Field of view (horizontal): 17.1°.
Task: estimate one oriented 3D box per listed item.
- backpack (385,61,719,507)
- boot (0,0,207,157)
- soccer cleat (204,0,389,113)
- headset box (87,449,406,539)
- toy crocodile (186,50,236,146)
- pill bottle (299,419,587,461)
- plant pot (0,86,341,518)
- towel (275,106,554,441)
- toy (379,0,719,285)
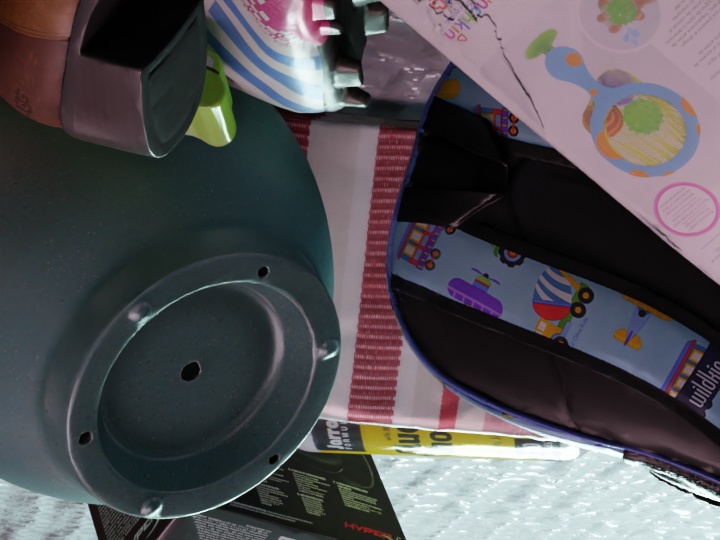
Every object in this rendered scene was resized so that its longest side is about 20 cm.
[{"bbox_3d":[0.118,-0.010,0.937,0.199,0.183,0.135,16,-179,10],"label":"backpack"},{"bbox_3d":[-0.144,-0.141,0.774,0.200,0.069,0.189,20,141,17],"label":"boot"},{"bbox_3d":[-0.042,-0.108,0.839,0.086,0.070,0.200,9,160,8],"label":"soccer cleat"},{"bbox_3d":[-0.076,0.089,1.278,0.149,0.200,0.077,19,121,-37],"label":"headset box"},{"bbox_3d":[-0.135,-0.094,0.864,0.200,0.062,0.068,27,164,8],"label":"toy crocodile"},{"bbox_3d":[0.016,0.036,1.186,0.199,0.112,0.112,1,161,9],"label":"pill bottle"},{"bbox_3d":[-0.089,0.013,0.945,0.200,0.201,0.134,23,-166,-44],"label":"plant pot"},{"bbox_3d":[0.000,0.000,1.068,0.199,0.144,0.023,6,-161,-2],"label":"towel"},{"bbox_3d":[0.112,-0.081,0.821,0.200,0.047,0.115,36,126,-15],"label":"toy"}]
